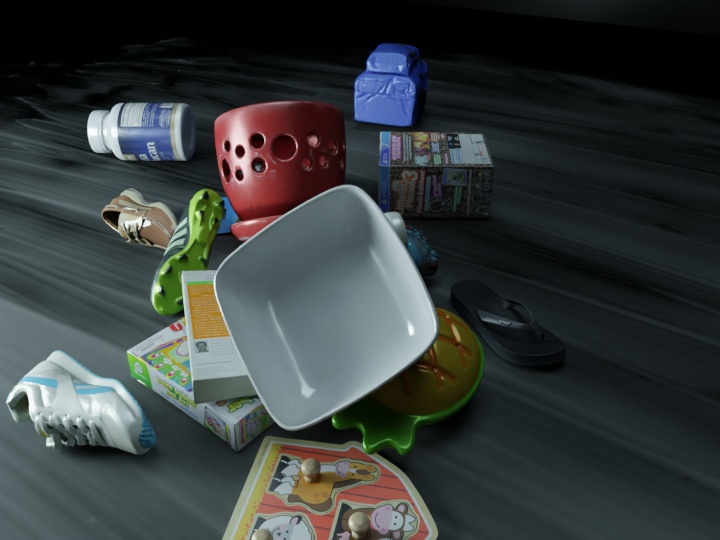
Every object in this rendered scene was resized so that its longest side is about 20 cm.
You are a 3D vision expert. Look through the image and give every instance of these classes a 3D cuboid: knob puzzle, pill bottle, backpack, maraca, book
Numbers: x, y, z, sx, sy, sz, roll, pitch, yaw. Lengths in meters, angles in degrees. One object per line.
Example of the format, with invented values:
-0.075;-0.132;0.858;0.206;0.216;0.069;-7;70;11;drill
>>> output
-0.024;0.227;0.656;0.212;0.031;0.222;0;31;0;knob puzzle
-0.440;-0.279;1.417;0.193;0.114;0.112;1;30;3;pill bottle
0.083;-0.430;1.609;0.158;0.172;0.201;14;29;11;backpack
0.053;0.116;0.767;0.135;0.109;0.199;30;53;30;maraca
-0.138;0.068;0.826;0.129;0.049;0.201;-4;32;-15;book

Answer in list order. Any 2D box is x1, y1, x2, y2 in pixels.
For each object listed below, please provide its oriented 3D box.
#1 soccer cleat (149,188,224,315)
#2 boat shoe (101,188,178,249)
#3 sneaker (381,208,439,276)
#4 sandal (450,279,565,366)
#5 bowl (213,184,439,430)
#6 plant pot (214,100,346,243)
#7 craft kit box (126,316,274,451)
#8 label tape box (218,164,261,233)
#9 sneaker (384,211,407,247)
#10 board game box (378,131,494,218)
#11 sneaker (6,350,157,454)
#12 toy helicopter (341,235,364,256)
-0.250;-0.023;1.007;0.080;0.067;0.205;-23;43;52;soccer cleat
-0.347;-0.068;1.115;0.071;0.078;0.197;-33;37;-31;boat shoe
0.053;-0.038;1.073;0.093;0.081;0.200;11;22;-29;sneaker
0.183;0.060;0.915;0.074;0.044;0.199;-18;35;-27;sandal
-0.031;0.039;0.721;0.197;0.075;0.203;-31;73;4;bowl
-0.112;-0.138;1.049;0.194;0.189;0.200;-7;1;0;plant pot
-0.144;0.104;0.850;0.194;0.050;0.199;25;39;30;craft kit box
-0.165;-0.128;1.210;0.193;0.065;0.145;-4;31;-7;label tape box
-0.017;-0.025;0.963;0.112;0.076;0.199;-10;-7;-23;sneaker
0.128;-0.171;1.244;0.193;0.099;0.161;1;31;3;board game box
-0.294;0.156;0.745;0.196;0.078;0.081;14;41;34;sneaker
0.000;0.000;0.867;0.128;0.201;0.081;-14;73;-9;toy helicopter
